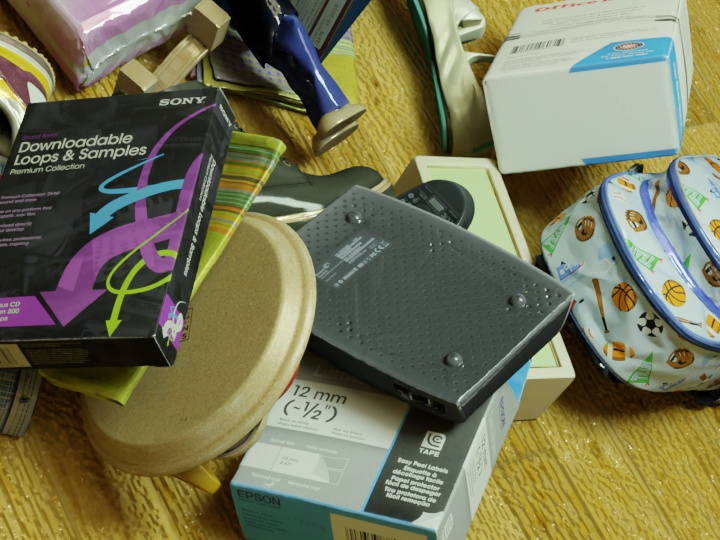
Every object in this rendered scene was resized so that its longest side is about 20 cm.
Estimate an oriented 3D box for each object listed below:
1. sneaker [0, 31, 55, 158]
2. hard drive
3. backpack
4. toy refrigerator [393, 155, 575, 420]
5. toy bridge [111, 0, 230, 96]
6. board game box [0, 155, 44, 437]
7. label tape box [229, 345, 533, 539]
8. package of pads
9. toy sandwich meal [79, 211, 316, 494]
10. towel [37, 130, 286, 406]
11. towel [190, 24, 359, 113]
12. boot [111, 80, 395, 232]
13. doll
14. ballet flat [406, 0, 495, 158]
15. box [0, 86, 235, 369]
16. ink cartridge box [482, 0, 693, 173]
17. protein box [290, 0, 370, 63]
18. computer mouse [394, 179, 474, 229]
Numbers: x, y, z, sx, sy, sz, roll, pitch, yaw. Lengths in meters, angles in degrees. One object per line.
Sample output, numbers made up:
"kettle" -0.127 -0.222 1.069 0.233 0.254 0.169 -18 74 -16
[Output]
"sneaker" -0.314 -0.143 1.147 0.199 0.075 0.090 20 43 -12
"hard drive" 0.029 0.022 1.103 0.200 0.042 0.135 28 55 35
"backpack" 0.233 0.005 1.254 0.190 0.154 0.200 -11 60 -48
"toy refrigerator" 0.088 0.010 1.245 0.076 0.070 0.201 1 56 -28
"toy bridge" -0.169 -0.127 1.213 0.027 0.067 0.200 40 56 7
"board game box" -0.248 0.001 1.081 0.199 0.062 0.201 14 50 -17
"label tape box" 0.019 0.100 1.097 0.143 0.066 0.200 10 48 21
"package of pads" -0.222 -0.244 1.261 0.120 0.076 0.200 -32 73 -26
"toy sandwich meal" -0.098 0.050 1.050 0.070 0.205 0.206 42 35 -43
"towel" -0.125 -0.008 1.042 0.018 0.086 0.200 47 65 -37
"towel" -0.069 -0.210 1.362 0.143 0.023 0.201 12 51 -19
"boot" -0.074 -0.085 1.195 0.199 0.077 0.139 -19 91 -38
"doll" -0.070 -0.187 1.250 0.048 0.136 0.200 -34 83 -15
"ballet flat" 0.082 -0.183 1.388 0.069 0.069 0.201 1 62 -27
"box" -0.166 -0.029 1.029 0.142 0.036 0.201 -3 50 17
"ink cartridge box" 0.190 -0.158 1.334 0.145 0.085 0.200 -6 22 18
"protein box" -0.055 -0.311 1.341 0.200 0.135 0.199 34 47 -1
"computer mouse" 0.000 0.000 1.193 0.200 0.034 0.059 -33 58 -12
